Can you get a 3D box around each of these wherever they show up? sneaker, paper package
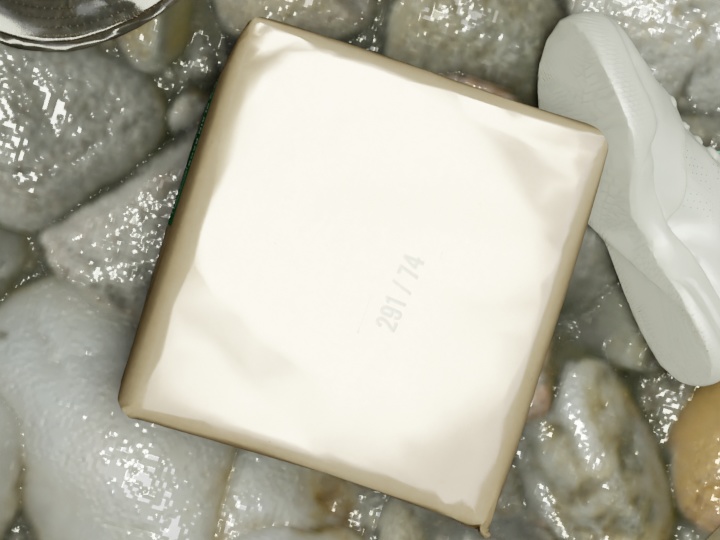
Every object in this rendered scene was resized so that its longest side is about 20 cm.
[{"bbox_3d":[0.160,-0.047,1.269,0.088,0.075,0.200,-29,103,-27],"label":"sneaker"},{"bbox_3d":[0.000,0.000,1.197,0.190,0.103,0.200,18,92,-6],"label":"paper package"}]

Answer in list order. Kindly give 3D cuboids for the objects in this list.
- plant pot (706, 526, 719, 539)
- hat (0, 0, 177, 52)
[{"bbox_3d":[0.278,0.211,1.256,0.200,0.177,0.200,-44,103,-7],"label":"plant pot"},{"bbox_3d":[-0.147,-0.203,1.166,0.200,0.081,0.201,-1,95,-15],"label":"hat"}]
